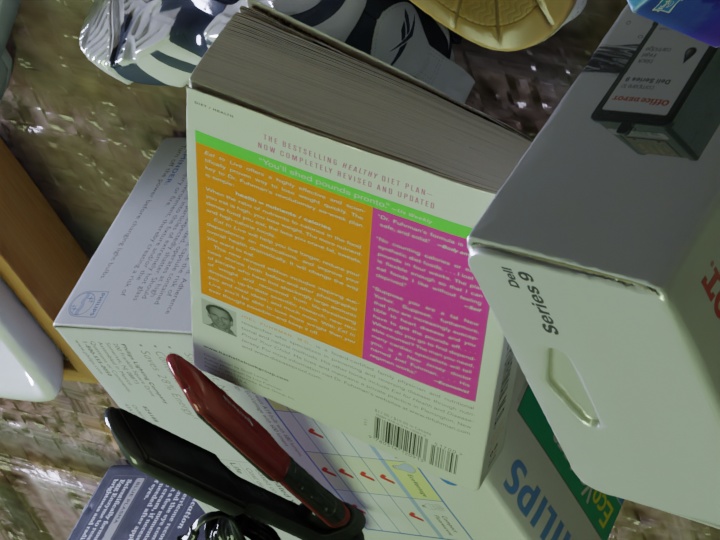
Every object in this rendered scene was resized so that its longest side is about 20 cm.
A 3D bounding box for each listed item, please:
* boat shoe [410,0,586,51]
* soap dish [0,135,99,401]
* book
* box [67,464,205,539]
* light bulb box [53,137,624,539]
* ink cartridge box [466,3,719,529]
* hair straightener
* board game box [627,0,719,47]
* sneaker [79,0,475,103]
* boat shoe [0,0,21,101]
[{"bbox_3d":[0.002,-0.152,1.017,0.200,0.071,0.069,42,-163,8],"label":"boat shoe"},{"bbox_3d":[-0.239,-0.010,1.440,0.199,0.081,0.158,5,144,34],"label":"soap dish"},{"bbox_3d":[0.000,0.000,1.060,0.133,0.048,0.200,24,147,12],"label":"book"},{"bbox_3d":[-0.051,0.216,1.608,0.199,0.118,0.197,-3,139,44],"label":"box"},{"bbox_3d":[0.003,0.045,1.276,0.199,0.125,0.198,2,142,37],"label":"light bulb box"},{"bbox_3d":[0.139,-0.028,0.953,0.084,0.200,0.146,15,150,38],"label":"ink cartridge box"},{"bbox_3d":[-0.059,0.102,1.204,0.041,0.077,0.200,54,-174,32],"label":"hair straightener"},{"bbox_3d":[0.132,-0.173,0.722,0.200,0.135,0.045,-38,148,29],"label":"board game box"},{"bbox_3d":[-0.026,-0.089,1.129,0.129,0.080,0.199,32,161,-27],"label":"sneaker"},{"bbox_3d":[-0.191,-0.104,1.254,0.060,0.076,0.200,23,151,-4],"label":"boat shoe"}]
